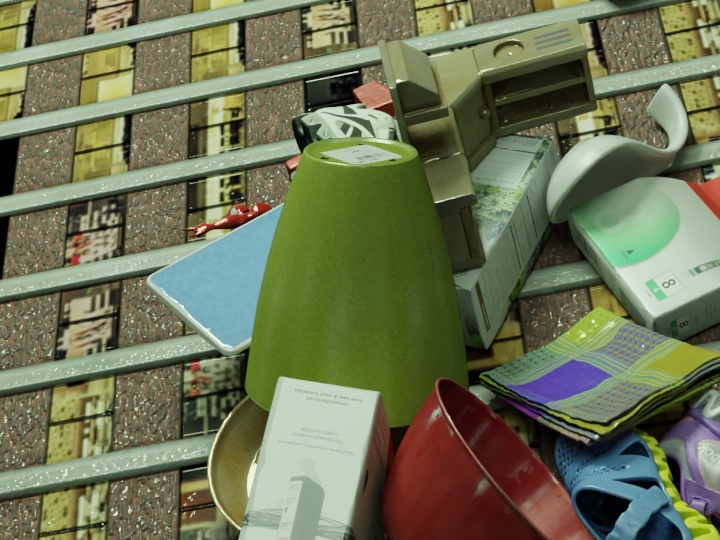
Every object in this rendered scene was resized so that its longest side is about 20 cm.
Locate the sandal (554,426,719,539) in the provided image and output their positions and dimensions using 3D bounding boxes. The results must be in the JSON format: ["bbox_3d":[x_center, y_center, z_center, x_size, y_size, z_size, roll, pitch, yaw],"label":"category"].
[{"bbox_3d":[0.195,0.172,1.432,0.087,0.080,0.200,13,19,-28],"label":"sandal"}]

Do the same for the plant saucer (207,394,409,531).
[{"bbox_3d":[-0.027,0.160,1.573,0.198,0.036,0.201,-8,44,8],"label":"plant saucer"}]

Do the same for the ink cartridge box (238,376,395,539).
[{"bbox_3d":[-0.036,0.204,1.414,0.083,0.145,0.201,8,63,12],"label":"ink cartridge box"}]

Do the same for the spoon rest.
[{"bbox_3d":[0.239,-0.103,1.727,0.061,0.100,0.200,42,51,14],"label":"spoon rest"}]

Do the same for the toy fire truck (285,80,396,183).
[{"bbox_3d":[0.007,-0.090,1.808,0.140,0.049,0.200,-26,44,-11],"label":"toy fire truck"}]

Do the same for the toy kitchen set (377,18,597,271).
[{"bbox_3d":[0.119,-0.141,1.623,0.179,0.164,0.201,-15,41,4],"label":"toy kitchen set"}]

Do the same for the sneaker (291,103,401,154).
[{"bbox_3d":[0.015,-0.105,1.729,0.088,0.075,0.200,-22,39,-15],"label":"sneaker"}]

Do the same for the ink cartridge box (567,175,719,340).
[{"bbox_3d":[0.306,-0.032,1.661,0.199,0.050,0.161,-26,44,-7],"label":"ink cartridge box"}]

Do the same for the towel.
[{"bbox_3d":[0.197,0.083,1.538,0.143,0.023,0.200,-26,21,-18],"label":"towel"}]

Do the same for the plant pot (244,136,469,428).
[{"bbox_3d":[0.000,0.000,1.534,0.185,0.202,0.187,2,18,0],"label":"plant pot"}]

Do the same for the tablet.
[{"bbox_3d":[-0.076,-0.001,1.676,0.199,0.014,0.130,-30,48,-28],"label":"tablet"}]

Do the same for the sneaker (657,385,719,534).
[{"bbox_3d":[0.291,0.175,1.438,0.088,0.081,0.200,-35,41,-9],"label":"sneaker"}]

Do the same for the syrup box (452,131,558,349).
[{"bbox_3d":[0.109,-0.030,1.692,0.078,0.082,0.201,9,49,27],"label":"syrup box"}]

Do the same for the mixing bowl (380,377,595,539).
[{"bbox_3d":[0.088,0.191,1.419,0.108,0.200,0.200,-44,43,10],"label":"mixing bowl"}]

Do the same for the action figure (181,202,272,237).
[{"bbox_3d":[-0.090,0.003,1.730,0.098,0.066,0.200,-22,43,-19],"label":"action figure"}]
